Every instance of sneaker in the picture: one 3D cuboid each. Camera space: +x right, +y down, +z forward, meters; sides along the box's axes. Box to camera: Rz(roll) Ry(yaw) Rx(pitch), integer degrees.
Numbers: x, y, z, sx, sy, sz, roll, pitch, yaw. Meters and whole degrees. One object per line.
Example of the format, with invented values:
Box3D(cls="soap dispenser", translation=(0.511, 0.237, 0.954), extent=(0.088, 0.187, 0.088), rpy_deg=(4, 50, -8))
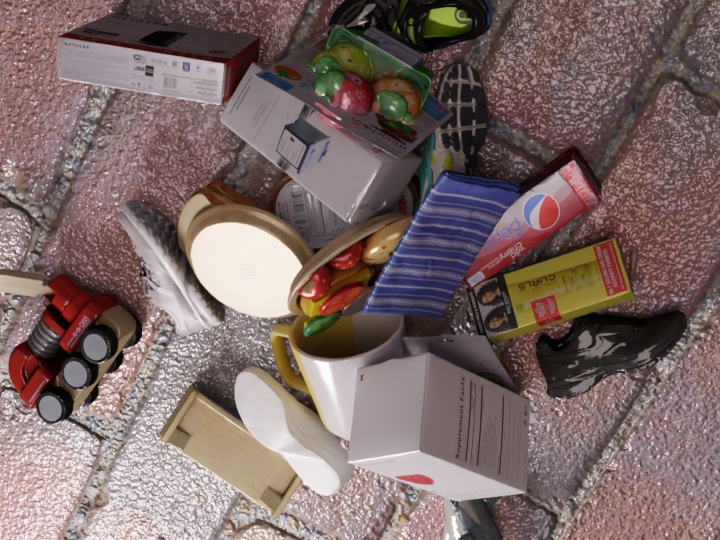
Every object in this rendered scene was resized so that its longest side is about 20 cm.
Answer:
Box3D(cls="sneaker", translation=(-0.084, 0.203, 1.692), extent=(0.201, 0.088, 0.075), rpy_deg=(49, 122, 2))
Box3D(cls="sneaker", translation=(-0.261, 0.004, 1.654), extent=(0.081, 0.075, 0.201), rpy_deg=(-29, 102, 16))
Box3D(cls="sneaker", translation=(0.099, -0.149, 1.543), extent=(0.077, 0.079, 0.204), rpy_deg=(5, 96, -35))
Box3D(cls="sneaker", translation=(0.056, -0.295, 1.497), extent=(0.196, 0.083, 0.072), rpy_deg=(0, 110, 11))
Box3D(cls="sneaker", translation=(0.310, 0.089, 1.598), extent=(0.198, 0.076, 0.092), rpy_deg=(-25, 97, 14))

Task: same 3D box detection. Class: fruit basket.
Box3D(cls="fruit basket", translation=(0.001, -0.201, 1.410), extent=(0.184, 0.200, 0.095), rpy_deg=(31, 114, 9))

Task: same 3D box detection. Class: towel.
Box3D(cls="towel", translation=(0.096, -0.026, 1.490), extent=(0.024, 0.144, 0.202), rpy_deg=(46, 117, 35))

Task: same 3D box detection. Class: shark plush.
Box3D(cls="shark plush", translation=(0.152, 0.307, 1.721), extent=(0.082, 0.091, 0.204), rpy_deg=(-7, 88, -9))

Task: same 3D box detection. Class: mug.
Box3D(cls="mug", translation=(-0.013, 0.125, 1.641), extent=(0.148, 0.186, 0.155), rpy_deg=(-23, 122, -17))

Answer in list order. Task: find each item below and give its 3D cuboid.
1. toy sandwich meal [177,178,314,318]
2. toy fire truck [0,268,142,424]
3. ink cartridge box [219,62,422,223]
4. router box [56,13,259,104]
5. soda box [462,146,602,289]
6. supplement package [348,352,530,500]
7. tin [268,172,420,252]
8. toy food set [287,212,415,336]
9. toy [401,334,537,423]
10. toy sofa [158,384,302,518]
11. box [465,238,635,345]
Box3D(cls="toy sandwich meal", translation=(-0.137, -0.025, 1.614), extent=(0.202, 0.071, 0.207), rpy_deg=(12, 135, 12))
Box3D(cls="toy fire truck", translation=(-0.421, 0.081, 1.692), extent=(0.200, 0.129, 0.177), rpy_deg=(42, 111, 6))
Box3D(cls="ink cartridge box", translation=(-0.044, -0.152, 1.500), extent=(0.199, 0.146, 0.087), rpy_deg=(37, 108, 14))
Box3D(cls="router box", translation=(-0.234, -0.252, 1.507), extent=(0.196, 0.180, 0.050), rpy_deg=(9, 111, 5))
Box3D(cls="soda box", translation=(0.198, -0.064, 1.561), extent=(0.199, 0.070, 0.064), rpy_deg=(-35, 100, 19))
Box3D(cls="supplement package", translation=(0.097, 0.192, 1.530), extent=(0.120, 0.122, 0.199), rpy_deg=(-16, 149, 42))
Box3D(cls="tin", translation=(-0.020, -0.082, 1.608), extent=(0.196, 0.042, 0.114), rpy_deg=(-6, 112, 11))
Box3D(cls="toy food set", translation=(0.000, 0.000, 1.535), extent=(0.198, 0.198, 0.049), rpy_deg=(-29, 73, -17))
Box3D(cls="toy", translation=(0.143, 0.127, 1.612), extent=(0.114, 0.048, 0.201), rpy_deg=(-4, 138, 29))
Box3D(cls="toy sofa", translation=(-0.170, 0.244, 1.730), extent=(0.199, 0.098, 0.083), rpy_deg=(34, 86, -4))
Box3D(cls="box", translation=(0.235, 0.028, 1.585), extent=(0.197, 0.050, 0.076), rpy_deg=(-18, 74, 15))
